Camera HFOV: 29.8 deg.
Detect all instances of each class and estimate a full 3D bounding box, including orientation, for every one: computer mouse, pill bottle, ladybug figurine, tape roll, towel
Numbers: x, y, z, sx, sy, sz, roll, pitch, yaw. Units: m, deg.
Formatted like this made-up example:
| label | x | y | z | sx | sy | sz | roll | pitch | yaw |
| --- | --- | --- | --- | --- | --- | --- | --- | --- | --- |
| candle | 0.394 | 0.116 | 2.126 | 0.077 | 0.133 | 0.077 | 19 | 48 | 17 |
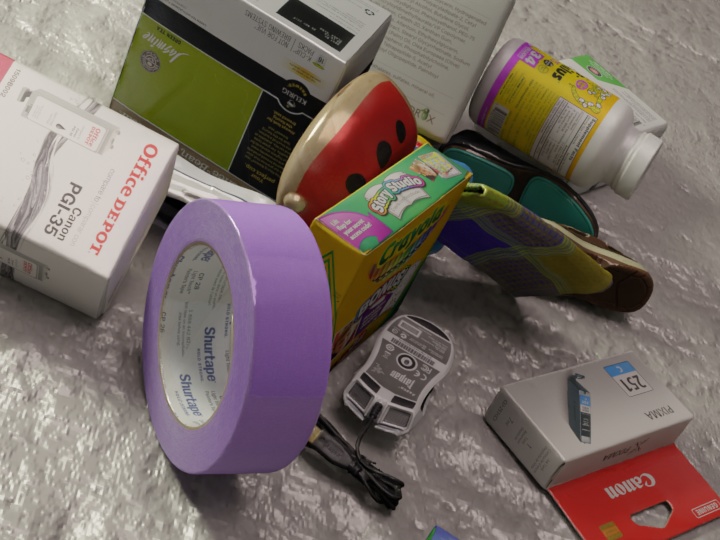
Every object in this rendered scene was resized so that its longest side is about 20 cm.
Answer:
| label | x | y | z | sx | sy | sz | roll | pitch | yaw |
| --- | --- | --- | --- | --- | --- | --- | --- | --- | --- |
| computer mouse | 0.022 | 0.113 | 1.154 | 0.109 | 0.044 | 0.200 | 30 | 41 | 9 |
| pill bottle | 0.223 | -0.159 | 1.459 | 0.199 | 0.105 | 0.104 | 33 | 35 | 10 |
| ladybug figurine | -0.007 | -0.098 | 1.201 | 0.071 | 0.137 | 0.200 | 28 | 44 | 12 |
| tape roll | -0.097 | 0.049 | 1.007 | 0.065 | 0.201 | 0.201 | 4 | 42 | -32 |
| towel | 0.134 | -0.026 | 1.283 | 0.199 | 0.143 | 0.023 | 34 | 67 | -36 |

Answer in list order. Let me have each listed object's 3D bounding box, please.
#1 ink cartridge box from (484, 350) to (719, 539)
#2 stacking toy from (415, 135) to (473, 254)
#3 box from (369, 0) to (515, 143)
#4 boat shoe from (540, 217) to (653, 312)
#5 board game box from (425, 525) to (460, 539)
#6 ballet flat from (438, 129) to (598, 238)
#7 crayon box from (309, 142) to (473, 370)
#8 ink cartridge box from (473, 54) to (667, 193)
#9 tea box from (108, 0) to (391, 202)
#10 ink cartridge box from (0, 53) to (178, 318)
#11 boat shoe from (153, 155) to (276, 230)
| label | x | y | z | sx | sy | sz | roll | pitch | yaw |
| --- | --- | --- | --- | --- | --- | --- | --- | --- | --- |
| ink cartridge box | 0.237 | 0.164 | 1.236 | 0.199 | 0.045 | 0.177 | -10 | 50 | -42 |
| stacking toy | 0.037 | -0.110 | 1.396 | 0.115 | 0.111 | 0.201 | 18 | 26 | -14 |
| box | 0.045 | -0.263 | 1.457 | 0.198 | 0.173 | 0.199 | 27 | 12 | -1 |
| boat shoe | 0.208 | -0.015 | 1.422 | 0.201 | 0.075 | 0.075 | 24 | 21 | -18 |
| board game box | 0.113 | 0.293 | 0.999 | 0.199 | 0.035 | 0.136 | 32 | 36 | 4 |
| ballet flat | 0.179 | -0.097 | 1.494 | 0.199 | 0.073 | 0.073 | 29 | 35 | 3 |
| crayon box | 0.000 | 0.000 | 1.159 | 0.058 | 0.173 | 0.200 | 37 | 36 | 11 |
| ink cartridge box | 0.253 | -0.175 | 1.623 | 0.199 | 0.084 | 0.146 | -19 | 58 | -47 |
| tea box | -0.108 | -0.196 | 1.301 | 0.199 | 0.198 | 0.134 | 32 | 36 | 3 |
| ink cartridge box | -0.266 | -0.076 | 1.102 | 0.198 | 0.083 | 0.148 | 26 | 61 | -5 |
| boat shoe | -0.146 | -0.047 | 1.215 | 0.198 | 0.074 | 0.066 | 26 | 53 | -3 |
